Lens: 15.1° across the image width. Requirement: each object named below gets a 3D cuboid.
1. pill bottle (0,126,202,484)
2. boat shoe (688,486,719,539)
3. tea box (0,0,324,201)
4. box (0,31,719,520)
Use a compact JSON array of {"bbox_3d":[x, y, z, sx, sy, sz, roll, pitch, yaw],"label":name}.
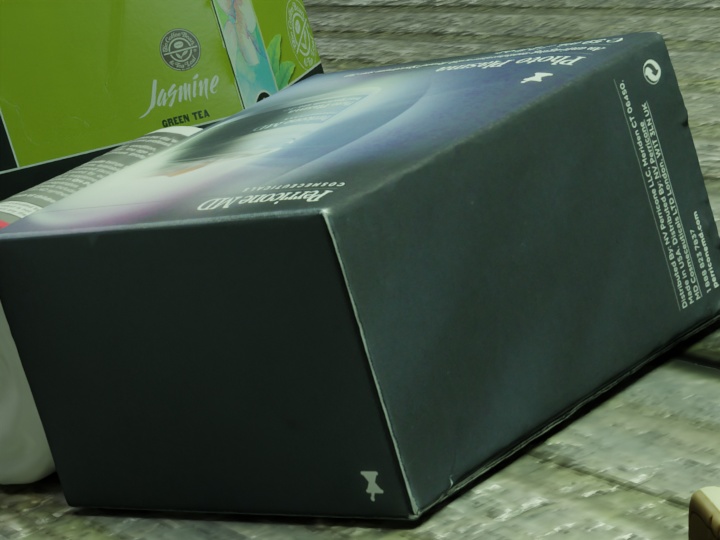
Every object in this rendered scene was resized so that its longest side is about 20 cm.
[{"bbox_3d":[-0.095,0.004,1.168,0.110,0.111,0.200,-3,19,45],"label":"pill bottle"},{"bbox_3d":[0.127,0.096,0.610,0.065,0.073,0.200,-10,14,-11],"label":"boat shoe"},{"bbox_3d":[-0.138,-0.108,1.495,0.199,0.198,0.134,-11,14,21],"label":"tea box"},{"bbox_3d":[0.000,0.000,1.044,0.199,0.124,0.198,-4,20,45],"label":"box"}]
